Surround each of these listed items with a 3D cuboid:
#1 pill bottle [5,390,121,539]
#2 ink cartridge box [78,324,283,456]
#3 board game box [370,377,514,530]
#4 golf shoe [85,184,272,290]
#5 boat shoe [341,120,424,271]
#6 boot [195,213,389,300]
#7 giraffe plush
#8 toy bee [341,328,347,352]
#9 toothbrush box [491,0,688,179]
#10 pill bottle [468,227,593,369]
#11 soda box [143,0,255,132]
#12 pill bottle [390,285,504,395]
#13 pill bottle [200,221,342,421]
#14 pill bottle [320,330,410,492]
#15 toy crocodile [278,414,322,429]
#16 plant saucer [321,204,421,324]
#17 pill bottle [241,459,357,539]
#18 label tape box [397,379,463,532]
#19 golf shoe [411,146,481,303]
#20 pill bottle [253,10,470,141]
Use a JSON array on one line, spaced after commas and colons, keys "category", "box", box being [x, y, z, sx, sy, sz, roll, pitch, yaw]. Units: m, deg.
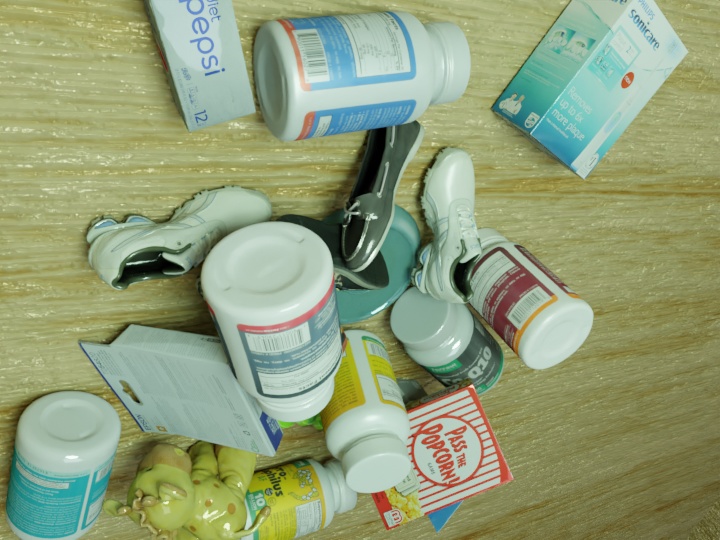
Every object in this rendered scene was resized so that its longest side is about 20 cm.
[{"category": "pill bottle", "box": [-0.362, 0.252, 0.762, 0.111, 0.111, 0.200, 4, 122, -34]}, {"category": "ink cartridge box", "box": [-0.211, 0.145, 0.770, 0.200, 0.041, 0.200, 6, 137, 17]}, {"category": "board game box", "box": [0.100, 0.267, 0.924, 0.200, 0.046, 0.152, -24, 91, 4]}, {"category": "golf shoe", "box": [-0.178, -0.026, 0.665, 0.200, 0.097, 0.078, -20, 131, -20]}, {"category": "boat shoe", "box": [0.011, -0.097, 0.705, 0.057, 0.067, 0.200, 32, 69, -27]}, {"category": "boot", "box": [-0.076, 0.003, 0.751, 0.154, 0.074, 0.203, -26, 155, 31]}, {"category": "giraffe plush", "box": [-0.233, 0.292, 0.818, 0.173, 0.200, 0.162, -46, 131, 7]}, {"category": "toy bee", "box": [-0.125, 0.087, 0.784, 0.200, 0.131, 0.109, -25, 111, 2]}, {"category": "toothbrush box", "box": [0.288, -0.239, 0.793, 0.146, 0.085, 0.200, 24, 109, -42]}, {"category": "pill bottle", "box": [0.216, 0.032, 0.885, 0.114, 0.200, 0.114, -17, 132, -19]}, {"category": "soda box", "box": [-0.148, -0.227, 0.542, 0.068, 0.063, 0.200, -21, 133, -15]}, {"category": "pill bottle", "box": [0.132, 0.107, 0.955, 0.113, 0.113, 0.200, -42, 135, 5]}, {"category": "pill bottle", "box": [-0.079, 0.061, 0.631, 0.120, 0.120, 0.200, -22, 140, -16]}, {"category": "pill bottle", "box": [0.002, 0.187, 0.853, 0.113, 0.200, 0.113, -9, 132, -10]}, {"category": "toy crocodile", "box": [-0.068, 0.205, 0.952, 0.200, 0.062, 0.067, 16, 155, -42]}, {"category": "plant saucer", "box": [0.000, 0.000, 0.848, 0.200, 0.027, 0.200, -17, 133, -20]}, {"category": "pill bottle", "box": [-0.111, 0.369, 1.015, 0.200, 0.113, 0.113, -7, 128, -27]}, {"category": "label tape box", "box": [0.088, 0.295, 1.016, 0.066, 0.200, 0.143, 12, 117, -40]}, {"category": "golf shoe", "box": [0.128, -0.054, 0.809, 0.078, 0.097, 0.200, -8, 112, -30]}, {"category": "pill bottle", "box": [0.004, -0.197, 0.629, 0.200, 0.112, 0.112, -13, 131, -23]}]
